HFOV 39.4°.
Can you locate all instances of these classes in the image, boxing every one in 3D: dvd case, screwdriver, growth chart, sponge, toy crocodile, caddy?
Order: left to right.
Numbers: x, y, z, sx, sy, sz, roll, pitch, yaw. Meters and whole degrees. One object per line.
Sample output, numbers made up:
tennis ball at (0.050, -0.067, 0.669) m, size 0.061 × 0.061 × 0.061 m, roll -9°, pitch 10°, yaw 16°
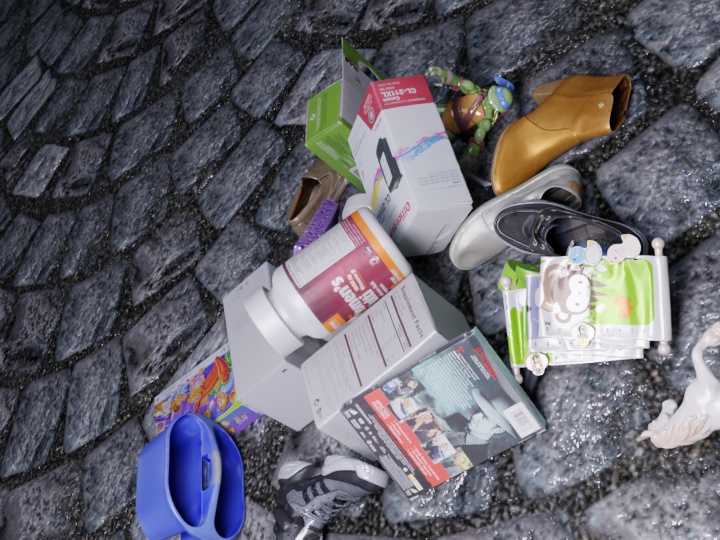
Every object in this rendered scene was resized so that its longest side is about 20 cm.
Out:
caddy at (-0.230, 0.296, 1.408) m, size 0.105 × 0.141 × 0.200 m, roll -37°, pitch 41°, yaw 28°
sponge at (-0.067, -0.019, 1.454) m, size 0.200 × 0.030 × 0.112 m, roll -66°, pitch -13°, yaw -65°
dvd case at (0.095, 0.171, 1.177) m, size 0.200 × 0.146 × 0.022 m, roll -33°, pitch 10°, yaw 25°
screwdriver at (0.217, 0.059, 1.161) m, size 0.028 × 0.029 × 0.200 m, roll 33°, pitch 109°, yaw 47°
toy crocodile at (0.236, 0.037, 1.195) m, size 0.200 × 0.062 × 0.068 m, roll 25°, pitch 112°, yaw 49°
growth chart at (0.249, 0.041, 1.118) m, size 0.200 × 0.018 × 0.145 m, roll -13°, pitch 86°, yaw 27°

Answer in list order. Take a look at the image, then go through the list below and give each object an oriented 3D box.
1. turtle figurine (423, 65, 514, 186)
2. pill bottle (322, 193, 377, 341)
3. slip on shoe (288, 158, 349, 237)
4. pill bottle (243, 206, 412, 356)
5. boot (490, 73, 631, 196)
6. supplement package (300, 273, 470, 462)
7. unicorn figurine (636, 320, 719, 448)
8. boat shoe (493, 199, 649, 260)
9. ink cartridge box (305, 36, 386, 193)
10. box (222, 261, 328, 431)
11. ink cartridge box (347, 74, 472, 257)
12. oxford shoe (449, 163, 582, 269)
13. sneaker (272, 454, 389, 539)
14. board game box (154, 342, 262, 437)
turtle figurine at (0.110, -0.206, 1.429) m, size 0.194 × 0.144 × 0.200 m, roll -20°, pitch 32°, yaw 47°
pill bottle at (0.000, 0.000, 1.416) m, size 0.116 × 0.116 × 0.200 m, roll -8°, pitch 57°, yaw 42°
slip on shoe at (-0.067, -0.143, 1.638) m, size 0.076 × 0.061 × 0.200 m, roll -1°, pitch 62°, yaw 46°
pill bottle at (-0.042, 0.017, 1.285) m, size 0.200 × 0.110 × 0.110 m, roll -36°, pitch 40°, yaw 3°
boot at (0.264, -0.178, 1.316) m, size 0.144 × 0.071 × 0.201 m, roll 7°, pitch 63°, yaw 49°
supplement package at (0.041, 0.125, 1.277) m, size 0.200 × 0.117 × 0.117 m, roll -40°, pitch 38°, yaw 16°
unicorn figurine at (0.362, 0.124, 0.978) m, size 0.200 × 0.074 × 0.138 m, roll 15°, pitch 84°, yaw 44°
boat shoe at (0.240, -0.041, 1.200) m, size 0.200 × 0.066 × 0.070 m, roll 20°, pitch 101°, yaw 33°
ink cartridge box at (-0.009, -0.245, 1.588) m, size 0.076 × 0.148 × 0.200 m, roll -28°, pitch 43°, yaw 30°
box at (-0.112, 0.107, 1.442) m, size 0.097 × 0.124 × 0.200 m, roll -39°, pitch 40°, yaw 21°
ink cartridge box at (0.063, -0.136, 1.350) m, size 0.146 × 0.083 × 0.200 m, roll 118°, pitch 138°, yaw -60°
oxford shoe at (0.200, -0.062, 1.293) m, size 0.200 × 0.075 × 0.058 m, roll -34°, pitch 39°, yaw 16°
sneaker at (-0.042, 0.299, 1.264) m, size 0.200 × 0.075 × 0.114 m, roll -17°, pitch 52°, yaw 49°
board game box at (-0.233, 0.206, 1.555) m, size 0.200 × 0.045 × 0.135 m, roll -37°, pitch 41°, yaw 20°
